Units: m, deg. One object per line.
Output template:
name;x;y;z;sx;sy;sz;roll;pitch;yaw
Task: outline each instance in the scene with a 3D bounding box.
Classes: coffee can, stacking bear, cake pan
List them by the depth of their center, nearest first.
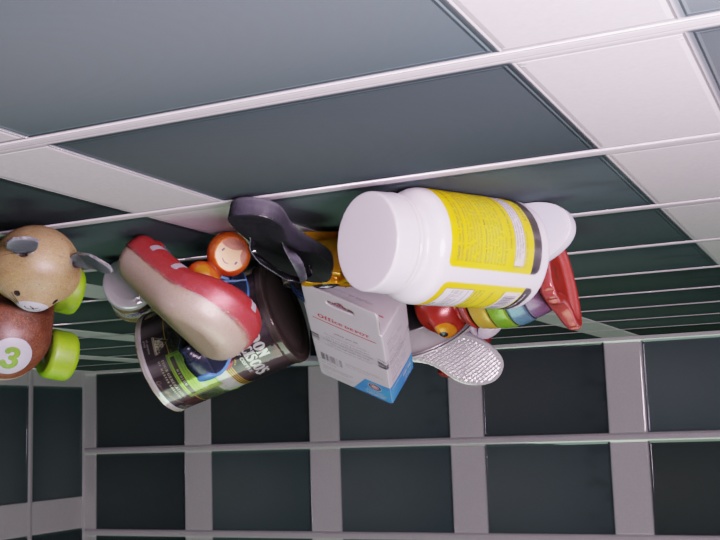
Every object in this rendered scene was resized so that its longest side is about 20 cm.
stacking bear;0.160;0.028;1.358;0.198;0.115;0.121;-16;146;23
coffee can;-0.189;0.091;1.502;0.198;0.148;0.146;-23;167;13
cake pan;0.075;0.054;1.537;0.198;0.037;0.201;-17;-153;9

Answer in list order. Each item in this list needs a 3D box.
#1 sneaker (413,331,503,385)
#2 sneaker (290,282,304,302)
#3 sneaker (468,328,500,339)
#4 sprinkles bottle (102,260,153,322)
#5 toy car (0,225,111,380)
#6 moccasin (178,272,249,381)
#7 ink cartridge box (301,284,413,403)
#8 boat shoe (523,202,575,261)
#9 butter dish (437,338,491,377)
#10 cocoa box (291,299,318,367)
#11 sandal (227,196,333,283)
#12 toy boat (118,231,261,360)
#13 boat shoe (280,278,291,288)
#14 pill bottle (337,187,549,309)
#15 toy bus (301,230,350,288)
sneaker;0.116;0.102;1.629;0.199;0.073;0.114;22;-167;-14
sneaker;0.000;0.000;1.430;0.198;0.076;0.078;-10;158;13
sneaker;0.128;0.034;1.659;0.199;0.081;0.089;14;140;36
sprinkles bottle;-0.319;0.030;1.515;0.067;0.069;0.200;-1;172;-10
toy car;-0.348;0.018;1.150;0.163;0.160;0.199;16;151;-35
moccasin;-0.185;0.045;1.374;0.080;0.201;0.068;-26;127;18
ink cartridge box;-0.001;0.072;1.382;0.115;0.067;0.201;22;147;22
boat shoe;0.162;-0.013;1.204;0.199;0.072;0.067;-31;149;36
butter dish;0.147;0.103;1.813;0.197;0.150;0.200;-3;179;11
cocoa box;-0.136;0.082;1.687;0.199;0.135;0.130;5;170;-44
sandal;-0.089;-0.021;1.159;0.075;0.043;0.200;1;161;22
toy boat;-0.179;0.010;1.255;0.199;0.131;0.131;33;165;44
boat shoe;-0.050;0.024;1.559;0.071;0.061;0.201;-7;171;29
pill bottle;0.083;-0.022;1.084;0.198;0.116;0.114;5;170;-38
toy bus;0.029;-0.015;1.289;0.198;0.066;0.078;1;171;-18
